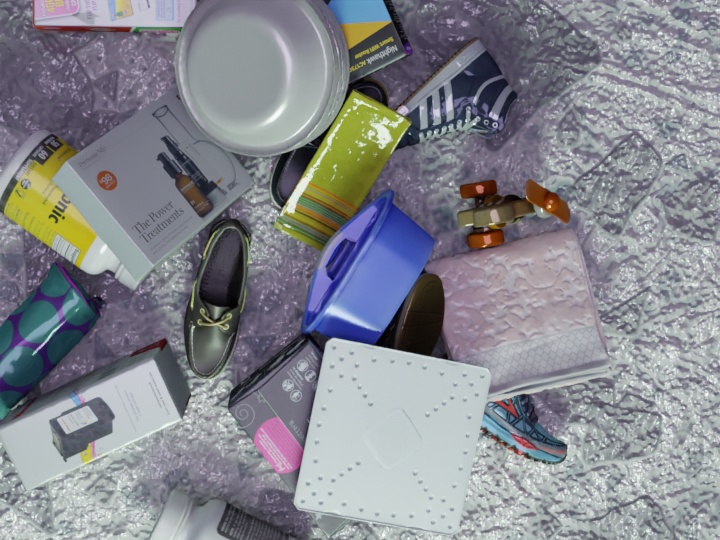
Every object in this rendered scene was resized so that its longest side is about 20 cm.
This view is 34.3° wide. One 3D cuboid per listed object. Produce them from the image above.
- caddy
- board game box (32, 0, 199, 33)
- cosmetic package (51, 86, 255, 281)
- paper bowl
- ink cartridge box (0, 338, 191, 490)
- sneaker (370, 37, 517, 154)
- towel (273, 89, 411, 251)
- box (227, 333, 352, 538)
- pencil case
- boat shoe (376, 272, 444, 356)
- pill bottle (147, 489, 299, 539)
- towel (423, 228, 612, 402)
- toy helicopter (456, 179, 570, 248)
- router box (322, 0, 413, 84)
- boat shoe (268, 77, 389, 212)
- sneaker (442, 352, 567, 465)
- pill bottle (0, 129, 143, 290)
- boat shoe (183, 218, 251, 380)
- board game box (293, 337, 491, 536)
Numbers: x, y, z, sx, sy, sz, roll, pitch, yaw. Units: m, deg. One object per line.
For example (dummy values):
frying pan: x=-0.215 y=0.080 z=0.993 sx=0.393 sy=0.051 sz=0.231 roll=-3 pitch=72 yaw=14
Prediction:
caddy: x=0.000 y=0.000 z=1.394 sx=0.104 sy=0.141 sz=0.202 roll=32 pitch=91 yaw=-8
board game box: x=-0.292 y=-0.366 z=1.402 sx=0.197 sy=0.040 sz=0.156 roll=1 pitch=94 yaw=-3
cosmetic package: x=-0.236 y=-0.105 z=1.359 sx=0.151 sy=0.052 sz=0.200 roll=48 pitch=47 yaw=-4
paper bowl: x=-0.119 y=-0.232 z=1.334 sx=0.198 sy=0.104 sz=0.204 roll=4 pitch=104 yaw=18
ink cartridge box: x=-0.311 y=0.167 z=1.383 sx=0.198 sy=0.146 sz=0.084 roll=-25 pitch=97 yaw=-1
sneaker: x=0.103 y=-0.179 z=1.424 sx=0.200 sy=0.070 sz=0.109 roll=-43 pitch=93 yaw=-3
towel: x=-0.023 y=-0.114 z=1.399 sx=0.085 sy=0.018 sz=0.201 roll=23 pitch=115 yaw=-22
box: x=-0.052 y=0.193 z=1.416 sx=0.132 sy=0.115 sz=0.201 roll=-38 pitch=97 yaw=-2
pencil case: x=-0.403 y=0.089 z=1.403 sx=0.200 sy=0.092 sz=0.085 roll=-46 pitch=130 yaw=-2
boat shoe: x=0.050 y=0.094 z=1.423 sx=0.072 sy=0.065 sz=0.203 roll=0 pitch=108 yaw=-41
pill bottle: x=-0.159 y=0.349 z=1.421 sx=0.198 sy=0.111 sz=0.112 roll=28 pitch=92 yaw=-5
towel: x=0.194 y=0.056 z=1.431 sx=0.197 sy=0.032 sz=0.194 roll=-13 pitch=71 yaw=-5
toy helicopter: x=0.175 y=-0.068 z=1.370 sx=0.130 sy=0.200 sz=0.080 roll=-8 pitch=94 yaw=14
router box: x=-0.055 y=-0.283 z=1.385 sx=0.198 sy=0.051 sz=0.151 roll=-24 pitch=95 yaw=20
boat shoe: x=-0.040 y=-0.155 z=1.421 sx=0.075 sy=0.062 sz=0.200 roll=42 pitch=92 yaw=-7
sneaker: x=0.184 y=0.165 z=1.447 sx=0.199 sy=0.079 sz=0.096 roll=33 pitch=89 yaw=-5
pill bottle: x=-0.327 y=-0.066 z=1.384 sx=0.199 sy=0.111 sz=0.112 roll=36 pitch=91 yaw=-6
boat shoe: x=-0.177 y=0.037 z=1.425 sx=0.071 sy=0.061 sz=0.204 roll=10 pitch=93 yaw=-4
board game box: x=0.036 y=0.192 z=1.352 sx=0.197 sy=0.026 sz=0.203 roll=11 pitch=95 yaw=-8
